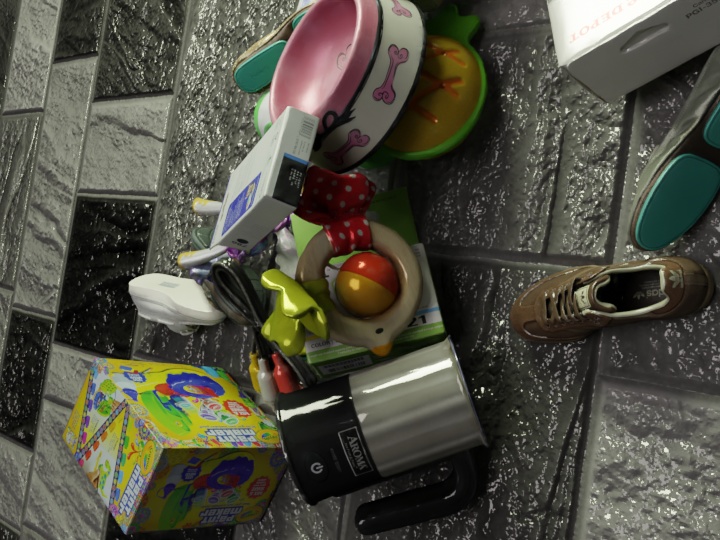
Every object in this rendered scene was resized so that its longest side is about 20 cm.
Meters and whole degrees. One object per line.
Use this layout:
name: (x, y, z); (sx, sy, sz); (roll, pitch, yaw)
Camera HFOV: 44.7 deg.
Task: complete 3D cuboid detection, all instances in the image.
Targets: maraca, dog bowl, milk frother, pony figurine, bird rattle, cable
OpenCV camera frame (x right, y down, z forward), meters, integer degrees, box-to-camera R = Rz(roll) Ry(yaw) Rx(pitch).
maraca: (0.072, -0.207, 0.952); (0.137, 0.107, 0.200); (-4, 63, 20)
dog bowl: (-0.022, -0.207, 0.917); (0.200, 0.074, 0.200); (-34, 46, 43)
milk frother: (0.025, 0.151, 0.920); (0.188, 0.181, 0.200); (-19, 32, 4)
pony figurine: (-0.127, -0.049, 1.086); (0.200, 0.167, 0.193); (-18, 43, 25)
bird rattle: (-0.015, 0.000, 0.879); (0.200, 0.163, 0.113); (-66, 9, -28)
cable: (-0.115, 0.080, 1.007); (0.097, 0.050, 0.200); (6, 128, 47)

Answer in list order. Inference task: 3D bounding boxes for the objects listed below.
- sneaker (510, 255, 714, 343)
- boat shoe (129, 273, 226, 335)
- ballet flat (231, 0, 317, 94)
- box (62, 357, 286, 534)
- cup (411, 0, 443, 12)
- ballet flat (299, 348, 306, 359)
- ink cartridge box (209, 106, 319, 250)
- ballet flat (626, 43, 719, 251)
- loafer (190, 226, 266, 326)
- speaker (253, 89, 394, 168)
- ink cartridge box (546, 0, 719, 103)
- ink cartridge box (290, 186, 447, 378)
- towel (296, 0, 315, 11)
sneaker: (0.210, 0.021, 0.795); (0.200, 0.075, 0.071); (-18, 71, 40)
boat shoe: (-0.259, 0.056, 1.253); (0.200, 0.072, 0.069); (9, 117, 34)
ballet flat: (-0.075, -0.292, 1.096); (0.200, 0.071, 0.065); (-23, 28, 18)
box: (-0.228, 0.215, 1.095); (0.193, 0.200, 0.122); (38, 108, 40)
cup: (0.046, -0.363, 0.946); (0.200, 0.200, 0.144); (11, 95, 44)
ballet flat: (-0.041, 0.079, 1.032); (0.200, 0.067, 0.067); (-1, 91, 46)
ink cartridge box: (-0.102, -0.084, 0.900); (0.200, 0.039, 0.100); (-27, 48, 62)
ballet flat: (0.291, -0.109, 0.762); (0.200, 0.067, 0.064); (-60, 21, 17)
loafer: (-0.184, 0.018, 1.189); (0.200, 0.072, 0.063); (54, 131, 44)
speaker: (-0.043, -0.177, 1.068); (0.200, 0.088, 0.089); (19, 96, 44)
ink cartridge box: (0.245, -0.273, 0.786); (0.146, 0.083, 0.200); (-27, 53, 37)
ink cartridge box: (0.000, 0.000, 0.953); (0.148, 0.076, 0.200); (-14, 70, 3)
towel: (-0.026, -0.293, 1.117); (0.200, 0.024, 0.147); (28, 103, 43)
